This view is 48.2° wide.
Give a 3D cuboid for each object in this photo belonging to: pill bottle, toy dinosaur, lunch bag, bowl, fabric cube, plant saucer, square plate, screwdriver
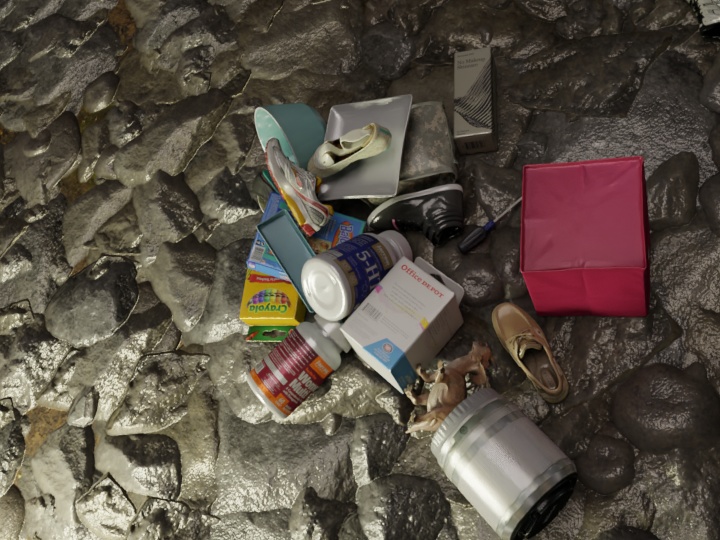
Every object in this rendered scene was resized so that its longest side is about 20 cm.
[{"bbox_3d":[0.000,0.000,1.466,0.119,0.121,0.199,34,42,29],"label":"pill bottle"},{"bbox_3d":[0.156,0.217,1.385,0.202,0.134,0.086,-65,21,10],"label":"toy dinosaur"},{"bbox_3d":[0.093,-0.223,1.574,0.197,0.117,0.167,-16,64,19],"label":"lunch bag"},{"bbox_3d":[-0.124,-0.261,1.648,0.104,0.202,0.201,-29,58,-16],"label":"bowl"},{"bbox_3d":[0.378,-0.050,1.341,0.197,0.200,0.199,-1,66,20],"label":"fabric cube"},{"bbox_3d":[-0.105,0.167,1.484,0.200,0.110,0.110,-44,60,-1],"label":"pill bottle"},{"bbox_3d":[-0.117,-0.018,1.516,0.069,0.019,0.201,-31,77,-13],"label":"plant saucer"},{"bbox_3d":[0.008,-0.228,1.531,0.196,0.028,0.203,0,74,37],"label":"square plate"},{"bbox_3d":[0.260,-0.103,1.504,0.200,0.029,0.028,-42,60,5],"label":"screwdriver"}]

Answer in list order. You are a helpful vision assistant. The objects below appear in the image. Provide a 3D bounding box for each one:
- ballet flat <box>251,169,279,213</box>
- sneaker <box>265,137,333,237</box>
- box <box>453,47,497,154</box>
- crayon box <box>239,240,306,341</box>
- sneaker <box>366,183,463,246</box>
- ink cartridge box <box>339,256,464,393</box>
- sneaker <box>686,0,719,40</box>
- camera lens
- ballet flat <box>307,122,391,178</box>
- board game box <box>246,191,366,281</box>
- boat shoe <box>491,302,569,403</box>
[{"bbox_3d":[-0.153,-0.117,1.650,0.200,0.068,0.069,49,113,17],"label":"ballet flat"},{"bbox_3d":[-0.118,-0.166,1.533,0.081,0.078,0.202,-30,82,-2],"label":"sneaker"},{"bbox_3d":[0.228,-0.336,1.600,0.081,0.068,0.203,-6,66,18],"label":"box"},{"bbox_3d":[-0.166,0.039,1.598,0.125,0.051,0.203,-2,67,20],"label":"crayon box"},{"bbox_3d":[0.108,-0.090,1.537,0.197,0.071,0.101,-16,63,14],"label":"sneaker"},{"bbox_3d":[0.086,0.088,1.429,0.128,0.126,0.200,37,78,29],"label":"ink cartridge box"},{"bbox_3d":[0.652,-0.483,1.497,0.087,0.076,0.201,-39,59,0],"label":"sneaker"},{"bbox_3d":[0.226,0.306,1.265,0.160,0.160,0.200,-44,60,-2],"label":"camera lens"},{"bbox_3d":[-0.034,-0.230,1.505,0.198,0.062,0.069,-20,63,30],"label":"ballet flat"},{"bbox_3d":[-0.103,-0.050,1.560,0.197,0.045,0.154,18,71,1],"label":"board game box"},{"bbox_3d":[0.289,0.130,1.374,0.071,0.065,0.201,-35,60,3],"label":"boat shoe"}]
